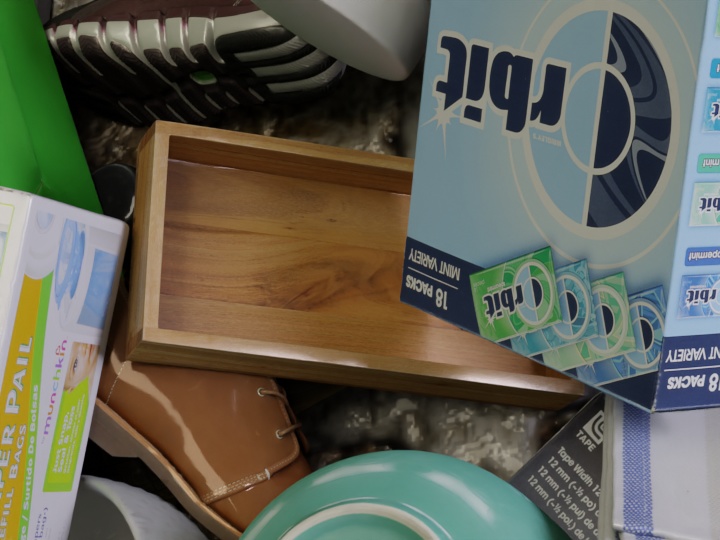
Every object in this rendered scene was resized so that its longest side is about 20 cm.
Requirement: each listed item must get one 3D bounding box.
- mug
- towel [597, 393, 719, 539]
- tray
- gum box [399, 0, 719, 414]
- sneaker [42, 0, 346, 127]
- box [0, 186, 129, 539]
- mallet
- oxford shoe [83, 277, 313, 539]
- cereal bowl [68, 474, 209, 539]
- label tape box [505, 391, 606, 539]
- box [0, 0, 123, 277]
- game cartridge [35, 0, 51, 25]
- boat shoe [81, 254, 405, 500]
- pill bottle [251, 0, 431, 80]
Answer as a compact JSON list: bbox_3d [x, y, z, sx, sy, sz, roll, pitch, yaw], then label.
[{"bbox_3d":[0.028,0.136,0.862,0.185,0.114,0.152,-41,59,2],"label":"mug"},{"bbox_3d":[0.188,0.087,0.859,0.199,0.024,0.147,10,33,0],"label":"towel"},{"bbox_3d":[0.000,0.000,0.980,0.199,0.037,0.099,8,71,-17],"label":"tray"},{"bbox_3d":[0.087,-0.065,0.875,0.170,0.044,0.201,24,112,53],"label":"gum box"},{"bbox_3d":[-0.072,-0.138,1.116,0.199,0.076,0.116,1,59,38],"label":"sneaker"},{"bbox_3d":[-0.177,0.064,0.911,0.101,0.112,0.201,10,88,15],"label":"box"},{"bbox_3d":[-0.140,0.044,1.100,0.041,0.066,0.201,32,99,35],"label":"mallet"},{"bbox_3d":[-0.048,0.079,0.979,0.200,0.071,0.071,39,92,-3],"label":"oxford shoe"},{"bbox_3d":[-0.107,0.193,0.970,0.200,0.083,0.201,-30,52,49],"label":"cereal bowl"},{"bbox_3d":[0.108,0.146,0.929,0.200,0.066,0.143,-42,59,0],"label":"label tape box"},{"bbox_3d":[-0.230,-0.045,1.081,0.176,0.097,0.201,-30,63,21],"label":"box"},{"bbox_3d":[-0.242,-0.082,1.193,0.133,0.040,0.201,11,74,31],"label":"game cartridge"},{"bbox_3d":[-0.069,0.052,1.043,0.199,0.066,0.074,-24,98,5],"label":"boat shoe"},{"bbox_3d":[0.031,-0.192,0.982,0.113,0.113,0.200,27,82,30],"label":"pill bottle"}]
